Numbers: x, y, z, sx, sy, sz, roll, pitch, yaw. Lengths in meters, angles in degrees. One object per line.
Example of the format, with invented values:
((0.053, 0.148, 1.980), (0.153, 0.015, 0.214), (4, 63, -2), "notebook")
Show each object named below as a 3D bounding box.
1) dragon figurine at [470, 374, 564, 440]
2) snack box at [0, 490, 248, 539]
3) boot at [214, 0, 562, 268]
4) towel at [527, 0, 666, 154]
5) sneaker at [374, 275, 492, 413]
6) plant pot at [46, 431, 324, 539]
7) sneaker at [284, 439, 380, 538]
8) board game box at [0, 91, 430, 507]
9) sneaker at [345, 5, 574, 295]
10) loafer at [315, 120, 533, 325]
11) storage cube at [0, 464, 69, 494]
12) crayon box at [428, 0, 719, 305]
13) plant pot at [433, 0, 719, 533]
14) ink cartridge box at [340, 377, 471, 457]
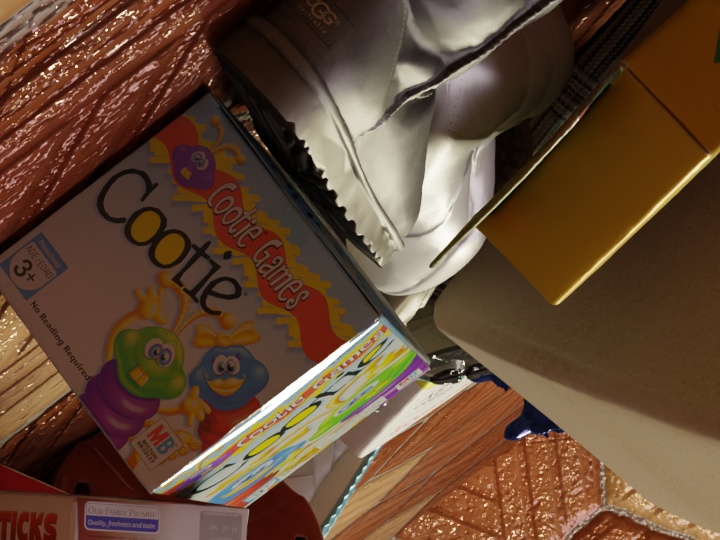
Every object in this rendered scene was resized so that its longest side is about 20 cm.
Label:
((0.153, 0.036, 1.424), (0.200, 0.059, 0.099), (-17, -171, 1), "dragon figurine")
((-0.124, 0.096, 1.049), (0.072, 0.024, 0.200), (6, 174, -33), "snack box")
((0.053, -0.100, 0.974), (0.200, 0.073, 0.182), (-43, 165, -7), "boot")
((0.192, -0.081, 1.320), (0.193, 0.035, 0.200), (-48, 130, 12), "towel")
((-0.007, 0.022, 1.341), (0.200, 0.086, 0.078), (-17, 161, 27), "sneaker")
((-0.120, 0.189, 1.422), (0.201, 0.201, 0.195), (-30, 160, -43), "plant pot")
((-0.017, 0.073, 1.579), (0.200, 0.081, 0.077), (-56, 175, -18), "sneaker")
((-0.051, 0.018, 1.050), (0.103, 0.105, 0.200), (-37, 171, 1), "board game box")
((0.012, -0.049, 1.122), (0.088, 0.075, 0.200), (-20, 157, -26), "sneaker")
((0.000, 0.000, 1.251), (0.200, 0.076, 0.067), (-38, 165, 0), "loafer")
((-0.141, 0.221, 1.222), (0.180, 0.171, 0.200), (-82, -161, -50), "storage cube")
((0.123, -0.066, 1.080), (0.200, 0.051, 0.127), (-42, 177, -36), "crayon box")
((0.193, 0.021, 1.233), (0.200, 0.177, 0.200), (-52, 128, -2), "plant pot")
((0.063, -0.007, 1.438), (0.145, 0.083, 0.200), (-31, 168, -45), "ink cartridge box")
